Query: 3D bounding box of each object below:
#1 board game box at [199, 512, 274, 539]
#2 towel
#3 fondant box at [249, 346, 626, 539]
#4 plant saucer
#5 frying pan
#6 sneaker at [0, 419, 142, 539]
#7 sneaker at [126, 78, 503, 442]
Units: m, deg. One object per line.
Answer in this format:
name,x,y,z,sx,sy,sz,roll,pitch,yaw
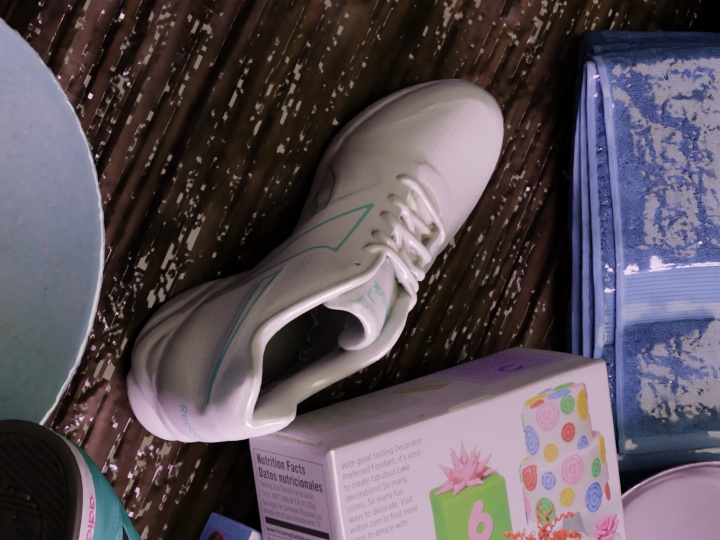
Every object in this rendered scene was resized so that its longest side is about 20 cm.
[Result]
board game box,-0.037,0.219,0.953,0.151,0.037,0.200,28,80,-35
towel,0.147,-0.006,1.020,0.111,0.049,0.200,-2,99,-9
fondant box,0.041,0.145,0.942,0.144,0.058,0.200,-15,104,-35
plant saucer,-0.185,-0.006,0.810,0.201,0.039,0.201,-6,101,-34
frying pan,0.163,0.160,1.039,0.115,0.031,0.190,-27,118,3
sneaker,-0.129,0.157,0.830,0.121,0.084,0.200,40,67,-72
sneaker,0.000,0.000,0.920,0.200,0.080,0.070,-47,119,-22
